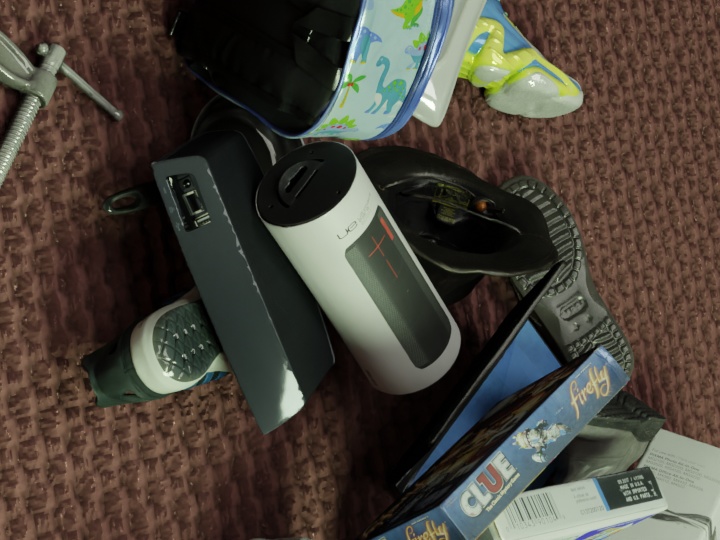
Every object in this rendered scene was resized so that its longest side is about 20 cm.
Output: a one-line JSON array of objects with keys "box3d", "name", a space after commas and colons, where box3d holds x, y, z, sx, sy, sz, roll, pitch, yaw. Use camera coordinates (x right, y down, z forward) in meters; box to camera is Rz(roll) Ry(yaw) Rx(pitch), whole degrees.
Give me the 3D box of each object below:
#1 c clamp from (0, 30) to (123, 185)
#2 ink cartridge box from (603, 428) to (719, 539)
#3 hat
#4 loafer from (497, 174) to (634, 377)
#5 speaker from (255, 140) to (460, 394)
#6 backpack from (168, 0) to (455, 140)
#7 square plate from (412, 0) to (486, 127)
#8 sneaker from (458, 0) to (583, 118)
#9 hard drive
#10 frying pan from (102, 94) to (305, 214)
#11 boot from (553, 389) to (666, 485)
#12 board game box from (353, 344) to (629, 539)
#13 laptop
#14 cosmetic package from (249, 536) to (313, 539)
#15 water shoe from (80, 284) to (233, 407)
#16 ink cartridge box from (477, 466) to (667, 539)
[{"box3d": [-0.254, -0.089, 1.273, 0.171, 0.027, 0.201, 45, 54, -29], "name": "c clamp"}, {"box3d": [0.253, 0.258, 1.625, 0.200, 0.083, 0.146, -55, 149, -36], "name": "ink cartridge box"}, {"box3d": [0.059, -0.020, 1.506, 0.200, 0.200, 0.081, -3, 124, -44], "name": "hat"}, {"box3d": [0.163, 0.016, 1.644, 0.073, 0.071, 0.201, -24, 90, -11], "name": "loafer"}, {"box3d": [0.000, 0.000, 1.380, 0.200, 0.081, 0.082, 58, 47, -42], "name": "speaker"}, {"box3d": [-0.018, -0.189, 1.361, 0.146, 0.200, 0.184, 2, 117, -36], "name": "backpack"}, {"box3d": [0.016, -0.244, 1.523, 0.197, 0.028, 0.201, 30, 63, -15], "name": "square plate"}, {"box3d": [0.117, -0.200, 1.623, 0.199, 0.075, 0.106, 18, 70, -40], "name": "sneaker"}, {"box3d": [-0.077, 0.001, 1.341, 0.135, 0.042, 0.201, -50, 119, -72], "name": "hard drive"}, {"box3d": [-0.107, -0.056, 1.408, 0.190, 0.031, 0.115, -47, 114, -35], "name": "frying pan"}, {"box3d": [0.174, 0.161, 1.553, 0.200, 0.070, 0.132, 18, 105, -55], "name": "boot"}, {"box3d": [0.087, 0.137, 1.335, 0.035, 0.135, 0.200, 52, 51, -2], "name": "board game box"}, {"box3d": [0.123, 0.123, 1.509, 0.116, 0.200, 0.188, 37, 68, 2], "name": "laptop"}, {"box3d": [-0.058, 0.293, 1.338, 0.090, 0.106, 0.201, 26, 67, -36], "name": "cosmetic package"}, {"box3d": [-0.130, 0.049, 1.342, 0.072, 0.078, 0.200, 71, 19, 3], "name": "water shoe"}, {"box3d": [0.101, 0.214, 1.457, 0.197, 0.200, 0.044, -5, 66, -46], "name": "ink cartridge box"}]
